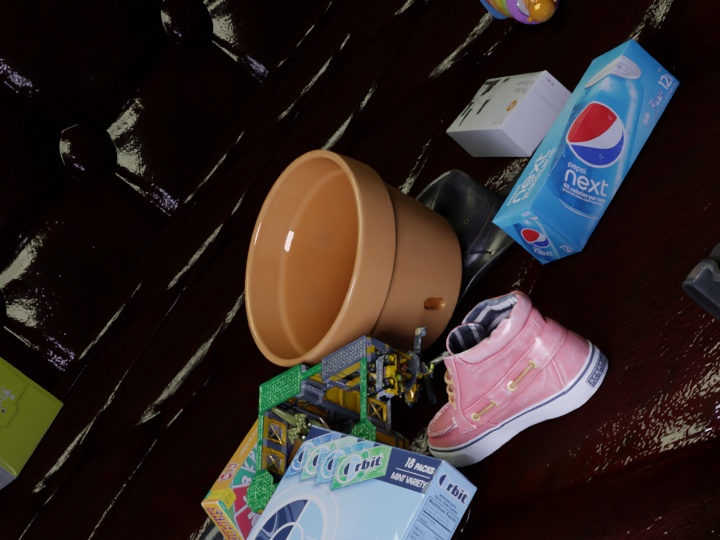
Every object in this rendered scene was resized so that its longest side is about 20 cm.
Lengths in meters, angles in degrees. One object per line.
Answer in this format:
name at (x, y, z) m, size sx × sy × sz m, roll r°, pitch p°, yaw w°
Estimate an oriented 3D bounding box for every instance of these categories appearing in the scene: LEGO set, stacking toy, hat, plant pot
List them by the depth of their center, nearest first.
LEGO set at (-0.001, 0.147, 1.371) m, size 0.200 × 0.115 × 0.155 m, roll -37°, pitch 43°, yaw 34°
plant pot at (0.000, 0.000, 1.472) m, size 0.200 × 0.139 × 0.202 m, roll -23°, pitch 61°, yaw 51°
hat at (0.088, -0.044, 1.573) m, size 0.201 × 0.081 × 0.201 m, roll -48°, pitch 12°, yaw 14°
stacking toy at (0.213, -0.354, 1.993) m, size 0.116 × 0.110 × 0.200 m, roll -37°, pitch 27°, yaw 10°

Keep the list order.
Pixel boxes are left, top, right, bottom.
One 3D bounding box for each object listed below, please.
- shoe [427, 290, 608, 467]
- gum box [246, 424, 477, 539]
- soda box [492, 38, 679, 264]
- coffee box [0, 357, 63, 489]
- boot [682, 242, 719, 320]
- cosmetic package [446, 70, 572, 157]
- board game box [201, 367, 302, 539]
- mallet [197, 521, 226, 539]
shoe at (0.092, 0.081, 1.198) m, size 0.200 × 0.091 × 0.072 m, roll -35°, pitch 20°, yaw 51°
gum box at (-0.025, 0.223, 1.177) m, size 0.169 × 0.045 × 0.201 m, roll 7°, pitch 61°, yaw 54°
soda box at (0.201, -0.106, 1.399) m, size 0.201 × 0.064 × 0.068 m, roll -57°, pitch 14°, yaw -23°
coffee box at (-0.763, 0.316, 3.206) m, size 0.198 × 0.200 × 0.200 m, roll -36°, pitch 20°, yaw 48°
boot at (0.281, -0.044, 0.952) m, size 0.174 × 0.069 × 0.200 m, roll -52°, pitch 11°, yaw -3°
cosmetic package at (0.161, -0.171, 1.738) m, size 0.083 × 0.051 × 0.200 m, roll -53°, pitch 13°, yaw -6°
board game box at (-0.068, 0.175, 1.445) m, size 0.030 × 0.096 × 0.200 m, roll -12°, pitch 31°, yaw 36°
mallet at (-0.101, 0.261, 1.501) m, size 0.066 × 0.041 × 0.200 m, roll -53°, pitch 18°, yaw -18°
